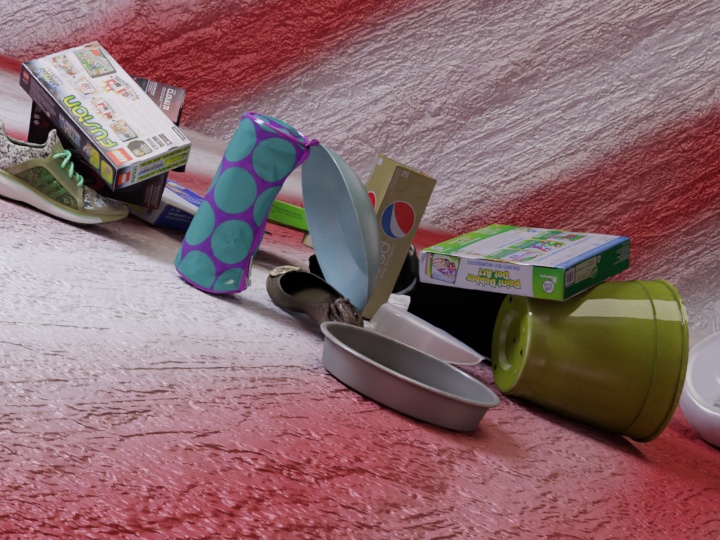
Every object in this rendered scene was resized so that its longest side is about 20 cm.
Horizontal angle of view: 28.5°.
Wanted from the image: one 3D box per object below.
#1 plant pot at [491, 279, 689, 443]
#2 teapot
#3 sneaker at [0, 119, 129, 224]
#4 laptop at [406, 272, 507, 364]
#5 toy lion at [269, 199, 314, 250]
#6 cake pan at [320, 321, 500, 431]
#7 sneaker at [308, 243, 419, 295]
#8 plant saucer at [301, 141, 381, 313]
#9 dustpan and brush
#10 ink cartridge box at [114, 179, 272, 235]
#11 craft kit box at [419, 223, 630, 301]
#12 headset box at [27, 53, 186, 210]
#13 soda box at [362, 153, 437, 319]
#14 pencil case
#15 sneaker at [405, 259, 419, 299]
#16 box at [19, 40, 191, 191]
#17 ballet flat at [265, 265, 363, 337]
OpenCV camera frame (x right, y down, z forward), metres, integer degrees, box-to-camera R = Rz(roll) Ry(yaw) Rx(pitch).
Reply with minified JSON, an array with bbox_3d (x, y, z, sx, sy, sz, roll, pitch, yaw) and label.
[{"bbox_3d":[0.267,0.097,1.731,0.190,0.203,0.200,9,10,-13],"label":"plant pot"},{"bbox_3d":[0.561,0.193,2.062,0.201,0.195,0.147,-102,172,-47],"label":"teapot"},{"bbox_3d":[-0.350,-0.113,1.622,0.198,0.089,0.077,20,7,-25],"label":"sneaker"},{"bbox_3d":[0.165,0.056,1.920,0.186,0.117,0.200,24,7,7],"label":"laptop"},{"bbox_3d":[-0.121,-0.081,1.962,0.198,0.069,0.191,18,-1,-27],"label":"toy lion"},{"bbox_3d":[0.045,0.108,1.441,0.198,0.037,0.200,23,7,-3],"label":"cake pan"},{"bbox_3d":[0.000,0.000,1.939,0.087,0.077,0.199,-7,2,-32],"label":"sneaker"},{"bbox_3d":[-0.015,-0.051,1.611,0.038,0.203,0.201,-15,21,-18],"label":"plant saucer"},{"bbox_3d":[0.033,0.072,1.678,0.199,0.058,0.139,27,3,-27],"label":"dustpan and brush"},{"bbox_3d":[-0.251,-0.083,1.937,0.199,0.047,0.197,30,8,28],"label":"ink cartridge box"},{"bbox_3d":[0.204,-0.013,1.747,0.196,0.049,0.199,11,17,32],"label":"craft kit box"},{"bbox_3d":[-0.312,-0.169,1.779,0.198,0.150,0.076,14,42,-8],"label":"headset box"},{"bbox_3d":[0.023,-0.042,1.837,0.067,0.202,0.064,18,8,-28],"label":"soda box"},{"bbox_3d":[-0.128,-0.073,1.575,0.092,0.202,0.085,26,7,12],"label":"pencil case"},{"bbox_3d":[0.111,0.036,2.015,0.198,0.083,0.073,7,27,21],"label":"sneaker"},{"bbox_3d":[-0.300,-0.185,1.665,0.109,0.035,0.200,-25,60,-36],"label":"box"},{"bbox_3d":[-0.054,0.028,1.621,0.067,0.047,0.200,-20,28,-19],"label":"ballet flat"}]
